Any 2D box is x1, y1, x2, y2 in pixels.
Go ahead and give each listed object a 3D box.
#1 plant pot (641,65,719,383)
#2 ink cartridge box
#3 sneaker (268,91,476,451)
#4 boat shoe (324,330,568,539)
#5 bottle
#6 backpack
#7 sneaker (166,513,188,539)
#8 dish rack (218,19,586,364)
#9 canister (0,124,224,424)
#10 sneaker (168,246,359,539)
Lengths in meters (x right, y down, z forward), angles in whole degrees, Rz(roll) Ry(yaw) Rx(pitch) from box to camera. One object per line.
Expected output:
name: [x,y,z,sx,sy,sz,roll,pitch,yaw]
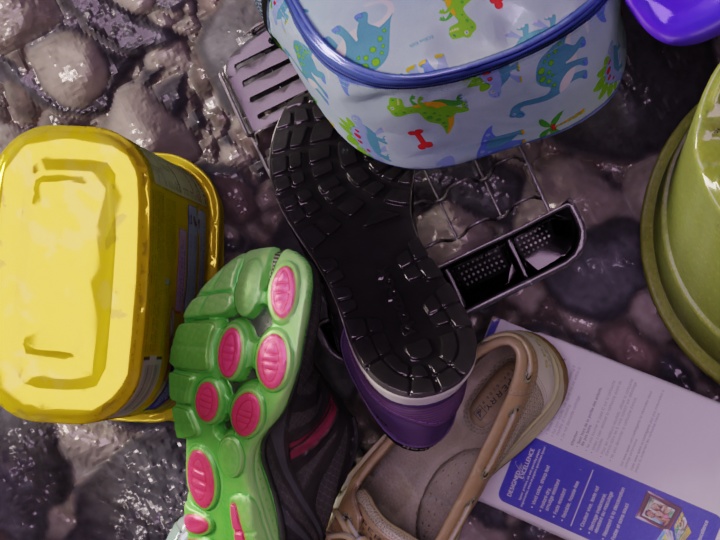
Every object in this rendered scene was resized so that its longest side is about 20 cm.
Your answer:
plant pot: [0.228,-0.039,0.912,0.200,0.190,0.200,-3,78,13]
ink cartridge box: [0.145,0.104,0.997,0.200,0.039,0.100,23,91,23]
sneaker: [0.000,0.000,0.963,0.076,0.088,0.200,-11,58,-9]
boat shoe: [0.030,0.113,0.986,0.073,0.063,0.201,45,101,20]
bottle: [0.192,-0.160,0.940,0.083,0.200,0.065,-35,86,29]
backpack: [0.034,-0.162,0.938,0.183,0.147,0.200,-21,58,-6]
sneaker: [-0.131,0.179,1.016,0.200,0.074,0.118,11,95,-4]
dish rack: [0.016,-0.065,1.025,0.153,0.055,0.200,-26,85,3]
canister: [-0.128,0.005,0.961,0.086,0.200,0.149,3,88,5]
sneaker: [-0.045,0.072,0.942,0.077,0.084,0.200,24,125,28]
